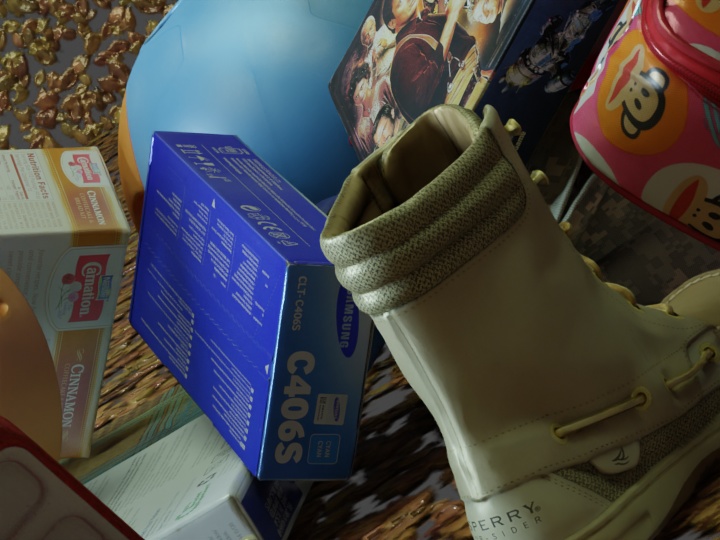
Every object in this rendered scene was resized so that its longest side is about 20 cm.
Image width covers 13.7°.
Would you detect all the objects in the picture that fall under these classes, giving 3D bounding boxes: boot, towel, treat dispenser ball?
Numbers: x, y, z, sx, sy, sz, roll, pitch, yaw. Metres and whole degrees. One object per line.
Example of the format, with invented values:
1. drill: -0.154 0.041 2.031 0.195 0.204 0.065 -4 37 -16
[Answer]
1. boot: 0.070 0.006 1.041 0.073 0.156 0.200 -22 13 40
2. towel: -0.107 0.093 1.513 0.146 0.022 0.200 -29 9 9
3. treat dispenser ball: -0.024 -0.064 1.522 0.201 0.201 0.201 -29 10 6

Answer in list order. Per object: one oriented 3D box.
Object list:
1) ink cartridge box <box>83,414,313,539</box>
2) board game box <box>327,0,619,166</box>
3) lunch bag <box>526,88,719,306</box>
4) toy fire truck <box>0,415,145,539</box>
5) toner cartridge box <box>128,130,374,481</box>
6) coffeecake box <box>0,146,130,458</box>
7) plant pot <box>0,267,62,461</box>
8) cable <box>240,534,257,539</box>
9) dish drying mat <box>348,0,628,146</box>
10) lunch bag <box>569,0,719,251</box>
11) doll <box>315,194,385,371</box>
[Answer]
1. ink cartridge box: -0.111 0.125 1.306 0.200 0.041 0.200 -29 9 15
2. board game box: 0.058 -0.119 1.169 0.200 0.035 0.136 -61 25 22
3. lunch bag: 0.115 -0.034 1.238 0.200 0.118 0.164 -39 10 -13
4. toy fire truck: -0.176 0.116 1.073 0.168 0.200 0.112 -48 31 -8
5. toner cartridge box: -0.049 0.011 1.285 0.043 0.095 0.200 1 18 -21
6. coffeecake box: -0.227 0.022 1.480 0.199 0.154 0.073 -3 41 -21
7. plant pot: -0.228 0.067 1.341 0.140 0.201 0.200 -16 -2 -41
8. cable: -0.101 0.159 1.037 0.200 0.050 0.097 -30 37 -19
9. dish drying mat: 0.070 -0.089 1.238 0.077 0.018 0.200 -44 18 -28
10. lunch bag: 0.179 -0.068 1.079 0.082 0.176 0.200 -60 1 38
11. doll: 0.000 0.000 1.290 0.200 0.048 0.137 -16 52 69
